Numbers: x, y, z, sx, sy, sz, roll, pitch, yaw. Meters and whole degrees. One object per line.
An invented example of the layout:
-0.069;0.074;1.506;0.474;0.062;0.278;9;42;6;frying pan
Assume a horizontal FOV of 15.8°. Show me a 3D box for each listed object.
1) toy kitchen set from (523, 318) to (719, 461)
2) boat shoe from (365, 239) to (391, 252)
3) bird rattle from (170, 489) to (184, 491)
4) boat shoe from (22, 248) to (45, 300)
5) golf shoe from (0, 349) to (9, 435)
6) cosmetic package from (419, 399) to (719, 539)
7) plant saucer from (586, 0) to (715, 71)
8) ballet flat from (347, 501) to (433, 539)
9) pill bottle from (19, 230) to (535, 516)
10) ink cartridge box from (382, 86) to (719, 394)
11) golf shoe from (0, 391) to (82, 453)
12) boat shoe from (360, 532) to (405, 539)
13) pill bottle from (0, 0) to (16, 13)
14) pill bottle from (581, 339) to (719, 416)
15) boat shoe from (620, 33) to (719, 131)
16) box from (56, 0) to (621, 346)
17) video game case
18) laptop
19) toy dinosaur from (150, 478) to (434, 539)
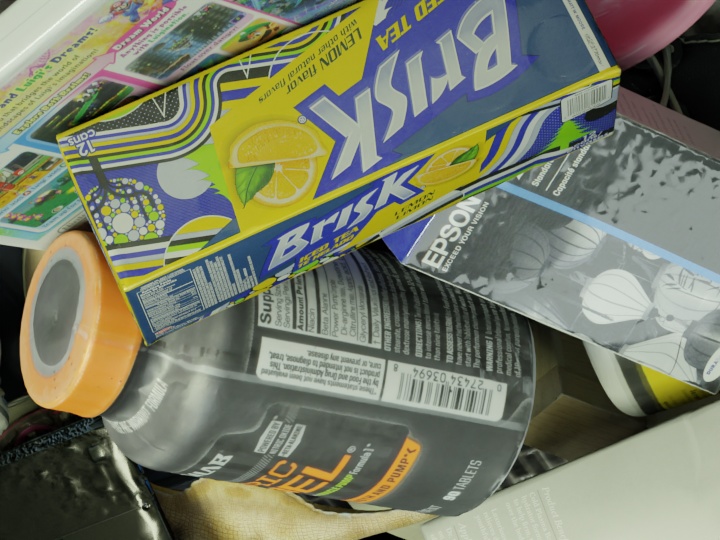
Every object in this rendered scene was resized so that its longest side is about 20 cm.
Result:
0.123;0.135;1.293;0.199;0.164;0.180;22;133;-32;toy kitchen set
0.000;0.000;1.162;0.063;0.073;0.200;-40;135;-7;boat shoe
-0.156;0.147;1.304;0.199;0.113;0.163;-17;180;11;bird rattle
-0.104;-0.014;1.145;0.072;0.065;0.200;9;139;-20;boat shoe
-0.209;0.040;1.191;0.078;0.098;0.200;7;167;-29;golf shoe
0.139;0.119;1.129;0.199;0.107;0.090;-22;173;13;cosmetic package
0.056;-0.148;1.019;0.199;0.051;0.201;-4;141;-3;plant saucer
0.008;0.075;1.205;0.069;0.070;0.200;-33;137;28;ballet flat
-0.036;0.036;1.057;0.199;0.107;0.106;12;138;-29;pill bottle
0.086;-0.028;1.058;0.199;0.039;0.100;22;115;-19;ink cartridge box
-0.095;0.059;1.244;0.199;0.092;0.073;-17;111;-15;golf shoe
-0.051;0.164;1.383;0.199;0.070;0.067;-5;124;1;boat shoe
-0.216;-0.081;1.005;0.199;0.112;0.112;-25;139;19;pill bottle
0.194;-0.014;1.161;0.199;0.112;0.112;-19;141;13;pill bottle
0.108;-0.065;1.108;0.199;0.076;0.060;-16;154;8;boat shoe
-0.006;-0.051;0.964;0.199;0.070;0.064;-24;162;-6;box
-0.076;-0.071;0.969;0.200;0.024;0.182;-35;157;24;video game case
-0.124;0.170;1.202;0.177;0.201;0.103;-23;-176;24;laptop
-0.039;0.118;1.174;0.199;0.058;0.101;6;145;1;toy dinosaur
